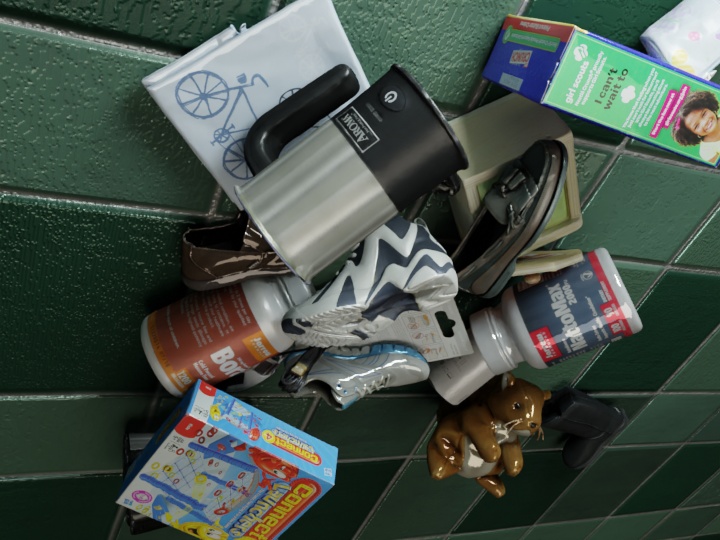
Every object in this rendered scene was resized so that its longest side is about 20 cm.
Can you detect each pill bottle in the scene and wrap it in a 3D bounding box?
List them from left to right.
[{"bbox_3d":[-0.149,0.063,0.873,0.200,0.112,0.112,-26,137,3],"label":"pill bottle"},{"bbox_3d":[0.254,0.062,0.968,0.200,0.120,0.120,-26,138,17],"label":"pill bottle"}]

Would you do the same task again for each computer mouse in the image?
[{"bbox_3d":[-0.125,0.121,0.924,0.200,0.110,0.044,-11,120,33],"label":"computer mouse"}]

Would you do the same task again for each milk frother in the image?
[{"bbox_3d":[0.001,-0.080,0.723,0.188,0.181,0.200,-36,131,4],"label":"milk frother"}]

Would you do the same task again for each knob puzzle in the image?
[{"bbox_3d":[0.192,0.003,0.923,0.219,0.220,0.030,-10,93,-15],"label":"knob puzzle"}]

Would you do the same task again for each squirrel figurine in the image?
[{"bbox_3d":[0.204,0.224,1.144,0.141,0.200,0.187,26,117,-18],"label":"squirrel figurine"}]

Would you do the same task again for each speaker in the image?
[{"bbox_3d":[0.194,0.113,1.096,0.200,0.081,0.081,-43,134,18],"label":"speaker"}]

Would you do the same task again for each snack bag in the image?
[{"bbox_3d":[-0.086,-0.170,0.737,0.200,0.021,0.189,-30,138,3],"label":"snack bag"}]

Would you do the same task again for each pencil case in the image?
[{"bbox_3d":[0.407,-0.284,0.790,0.200,0.091,0.083,-40,135,16],"label":"pencil case"}]

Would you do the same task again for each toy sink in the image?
[{"bbox_3d":[0.180,-0.090,0.866,0.130,0.112,0.200,-23,137,0],"label":"toy sink"}]

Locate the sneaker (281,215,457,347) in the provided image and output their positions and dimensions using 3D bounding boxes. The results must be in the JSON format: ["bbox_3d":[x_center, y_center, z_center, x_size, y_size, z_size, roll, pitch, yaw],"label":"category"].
[{"bbox_3d":[0.000,0.000,0.821,0.199,0.130,0.079,-25,140,13],"label":"sneaker"}]

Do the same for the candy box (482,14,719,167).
[{"bbox_3d":[0.245,-0.184,0.725,0.200,0.169,0.077,14,110,-16],"label":"candy box"}]

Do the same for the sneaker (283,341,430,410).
[{"bbox_3d":[-0.005,0.147,0.963,0.200,0.087,0.075,2,138,-6],"label":"sneaker"}]

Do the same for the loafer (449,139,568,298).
[{"bbox_3d":[0.149,-0.051,0.769,0.063,0.072,0.200,8,127,-19],"label":"loafer"}]

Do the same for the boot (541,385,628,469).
[{"bbox_3d":[0.397,0.303,1.385,0.200,0.066,0.165,21,113,-41],"label":"boot"}]

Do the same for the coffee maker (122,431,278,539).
[{"bbox_3d":[-0.227,0.306,1.021,0.200,0.192,0.135,-6,131,-19],"label":"coffee maker"}]

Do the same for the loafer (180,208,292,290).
[{"bbox_3d":[-0.110,-0.034,0.822,0.200,0.073,0.071,-18,135,-10],"label":"loafer"}]

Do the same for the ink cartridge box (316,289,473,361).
[{"bbox_3d":[0.035,0.073,0.979,0.200,0.057,0.163,-17,138,10],"label":"ink cartridge box"}]

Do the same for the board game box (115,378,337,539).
[{"bbox_3d":[-0.163,0.251,0.889,0.196,0.056,0.200,30,122,-17],"label":"board game box"}]
